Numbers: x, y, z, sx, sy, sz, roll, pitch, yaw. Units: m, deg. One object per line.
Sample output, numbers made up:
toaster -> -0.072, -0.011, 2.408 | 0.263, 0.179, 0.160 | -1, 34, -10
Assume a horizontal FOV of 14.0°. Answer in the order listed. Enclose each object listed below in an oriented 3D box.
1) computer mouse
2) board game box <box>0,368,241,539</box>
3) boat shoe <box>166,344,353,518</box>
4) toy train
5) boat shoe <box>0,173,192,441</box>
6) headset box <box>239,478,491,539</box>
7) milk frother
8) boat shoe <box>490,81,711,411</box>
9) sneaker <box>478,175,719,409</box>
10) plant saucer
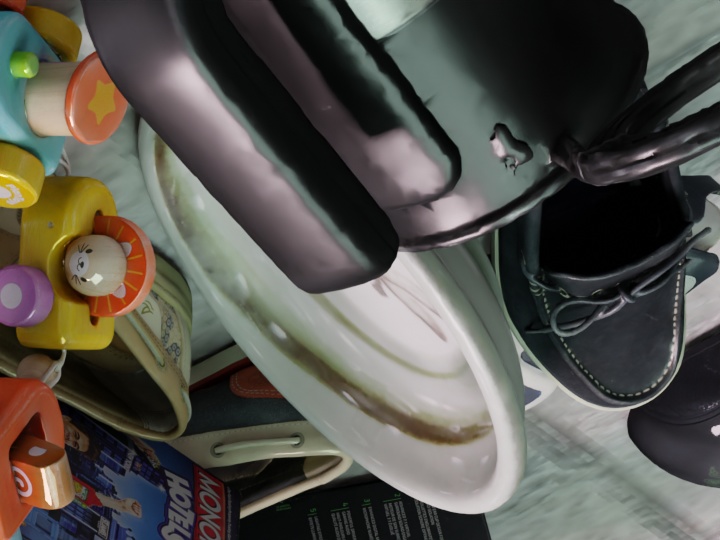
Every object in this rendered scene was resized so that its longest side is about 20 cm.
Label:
computer mouse -> 0.205, 0.045, 1.315 | 0.138, 0.053, 0.200 | 22, 130, -41
board game box -> -0.106, 0.132, 1.142 | 0.199, 0.200, 0.062 | 37, 113, -17
boat shoe -> -0.087, 0.095, 1.275 | 0.199, 0.063, 0.071 | -28, 144, 21
toy train -> -0.116, -0.002, 1.033 | 0.055, 0.150, 0.201 | 3, 116, 21
boat shoe -> -0.133, 0.005, 1.137 | 0.073, 0.063, 0.200 | -34, 139, 27
headset box -> -0.014, 0.195, 1.339 | 0.199, 0.175, 0.093 | -10, 145, -7
milk frother -> 0.030, -0.109, 0.891 | 0.199, 0.181, 0.188 | -26, 122, 22
boat shoe -> 0.087, -0.012, 1.079 | 0.074, 0.062, 0.201 | -25, 135, -9
sneaker -> 0.082, -0.031, 1.158 | 0.129, 0.080, 0.200 | -23, 133, -10
plant saucer -> 0.000, 0.000, 1.104 | 0.050, 0.200, 0.201 | -42, 150, -21
